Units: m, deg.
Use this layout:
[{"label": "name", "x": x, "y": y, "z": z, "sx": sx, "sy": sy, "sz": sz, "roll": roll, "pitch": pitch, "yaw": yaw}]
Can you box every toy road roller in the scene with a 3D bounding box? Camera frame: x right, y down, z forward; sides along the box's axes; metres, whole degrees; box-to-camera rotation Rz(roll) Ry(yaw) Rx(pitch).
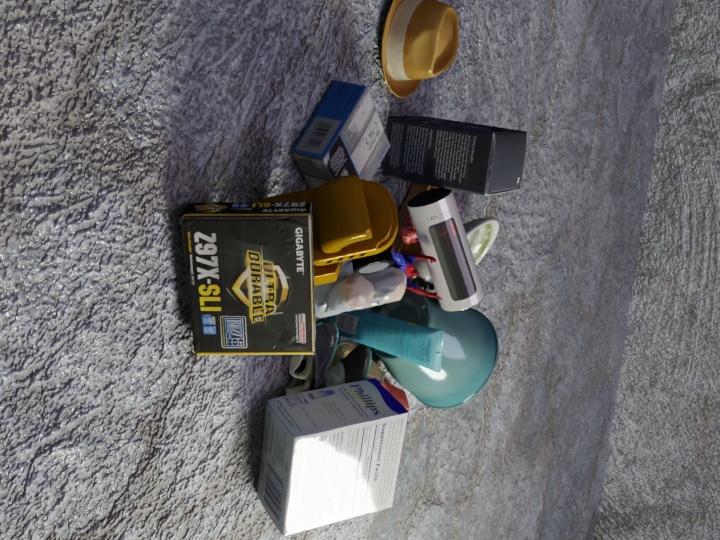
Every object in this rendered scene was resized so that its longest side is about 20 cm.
[{"label": "toy road roller", "x": -0.049, "y": -0.059, "z": 1.319, "sx": 0.146, "sy": 0.199, "sz": 0.123, "roll": 83, "pitch": -5, "yaw": -76}]

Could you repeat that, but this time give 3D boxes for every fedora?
[{"label": "fedora", "x": 0.106, "y": -0.374, "z": 1.614, "sx": 0.200, "sy": 0.082, "sz": 0.201, "roll": -36, "pitch": 133, "yaw": -50}]

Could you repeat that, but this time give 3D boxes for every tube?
[{"label": "tube", "x": 0.042, "y": 0.103, "z": 1.605, "sx": 0.050, "sy": 0.199, "sz": 0.078, "roll": -41, "pitch": 139, "yaw": -46}]

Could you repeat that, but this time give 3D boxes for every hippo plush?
[{"label": "hippo plush", "x": -0.029, "y": -0.019, "z": 1.473, "sx": 0.159, "sy": 0.200, "sz": 0.162, "roll": -10, "pitch": 86, "yaw": -48}]

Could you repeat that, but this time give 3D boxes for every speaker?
[{"label": "speaker", "x": 0.144, "y": -0.037, "z": 1.674, "sx": 0.081, "sy": 0.081, "sz": 0.201, "roll": -42, "pitch": 119, "yaw": -47}]

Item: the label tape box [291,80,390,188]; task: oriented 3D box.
[{"label": "label tape box", "x": -0.017, "y": -0.164, "z": 1.508, "sx": 0.145, "sy": 0.063, "sz": 0.200, "roll": -61, "pitch": 149, "yaw": -24}]

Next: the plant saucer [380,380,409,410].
[{"label": "plant saucer", "x": 0.014, "y": 0.291, "z": 1.722, "sx": 0.200, "sy": 0.037, "sz": 0.200, "roll": -54, "pitch": 163, "yaw": -2}]

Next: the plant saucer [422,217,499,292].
[{"label": "plant saucer", "x": 0.182, "y": -0.035, "z": 1.916, "sx": 0.200, "sy": 0.050, "sz": 0.200, "roll": -39, "pitch": 160, "yaw": -17}]

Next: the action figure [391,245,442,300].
[{"label": "action figure", "x": 0.084, "y": 0.000, "z": 1.616, "sx": 0.200, "sy": 0.099, "sz": 0.066, "roll": 20, "pitch": 85, "yaw": -74}]

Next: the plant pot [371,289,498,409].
[{"label": "plant pot", "x": 0.115, "y": 0.126, "z": 1.784, "sx": 0.188, "sy": 0.200, "sz": 0.201, "roll": 34, "pitch": 73, "yaw": -45}]

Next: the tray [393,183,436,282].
[{"label": "tray", "x": 0.094, "y": -0.072, "z": 1.795, "sx": 0.201, "sy": 0.037, "sz": 0.099, "roll": -63, "pitch": 151, "yaw": -20}]

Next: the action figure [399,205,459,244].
[{"label": "action figure", "x": 0.120, "y": -0.081, "z": 1.753, "sx": 0.200, "sy": 0.052, "sz": 0.066, "roll": -17, "pitch": 123, "yaw": -57}]

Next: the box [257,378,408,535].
[{"label": "box", "x": -0.045, "y": 0.284, "z": 1.534, "sx": 0.199, "sy": 0.105, "sz": 0.185, "roll": -7, "pitch": 119, "yaw": -29}]

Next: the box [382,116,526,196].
[{"label": "box", "x": 0.159, "y": -0.196, "z": 1.675, "sx": 0.148, "sy": 0.199, "sz": 0.105, "roll": -15, "pitch": 114, "yaw": -60}]

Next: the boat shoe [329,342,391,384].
[{"label": "boat shoe", "x": 0.007, "y": 0.175, "z": 1.708, "sx": 0.200, "sy": 0.076, "sz": 0.072, "roll": 38, "pitch": 71, "yaw": -60}]

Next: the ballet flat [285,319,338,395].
[{"label": "ballet flat", "x": -0.083, "y": 0.169, "z": 1.558, "sx": 0.073, "sy": 0.073, "sz": 0.201, "roll": -28, "pitch": 133, "yaw": -55}]

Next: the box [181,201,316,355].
[{"label": "box", "x": -0.138, "y": 0.011, "z": 1.265, "sx": 0.049, "sy": 0.159, "sz": 0.201, "roll": -87, "pitch": 178, "yaw": -63}]

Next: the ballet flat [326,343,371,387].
[{"label": "ballet flat", "x": -0.037, "y": 0.205, "z": 1.620, "sx": 0.068, "sy": 0.068, "sz": 0.201, "roll": 4, "pitch": 121, "yaw": -21}]

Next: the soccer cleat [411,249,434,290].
[{"label": "soccer cleat", "x": 0.166, "y": -0.001, "z": 1.794, "sx": 0.200, "sy": 0.070, "sz": 0.087, "roll": 15, "pitch": 109, "yaw": -54}]
